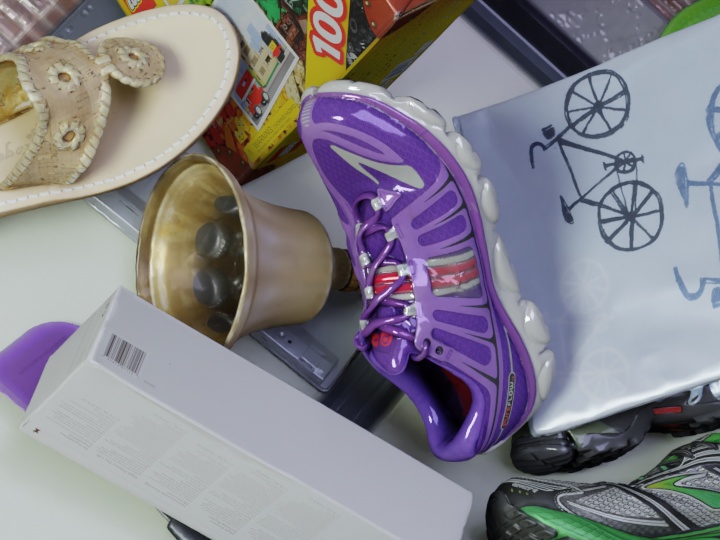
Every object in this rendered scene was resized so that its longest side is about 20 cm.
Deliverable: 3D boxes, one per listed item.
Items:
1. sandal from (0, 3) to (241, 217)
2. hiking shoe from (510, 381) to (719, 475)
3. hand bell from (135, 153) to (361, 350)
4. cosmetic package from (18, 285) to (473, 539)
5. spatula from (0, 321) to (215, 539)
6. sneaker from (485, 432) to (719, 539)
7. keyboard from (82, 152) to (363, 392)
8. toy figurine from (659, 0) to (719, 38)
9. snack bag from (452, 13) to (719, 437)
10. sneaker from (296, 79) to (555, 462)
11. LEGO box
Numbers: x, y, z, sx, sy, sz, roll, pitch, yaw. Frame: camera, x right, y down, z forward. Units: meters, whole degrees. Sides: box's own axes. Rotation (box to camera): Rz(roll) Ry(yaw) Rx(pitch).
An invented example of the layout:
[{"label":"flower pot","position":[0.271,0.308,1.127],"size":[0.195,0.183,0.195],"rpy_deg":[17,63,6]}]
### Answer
[{"label":"sandal","position":[-0.156,-0.069,1.212],"size":[0.211,0.070,0.078],"rpy_deg":[-24,78,2]},{"label":"hiking shoe","position":[0.159,0.035,1.326],"size":[0.199,0.076,0.101],"rpy_deg":[-14,80,-21]},{"label":"hand bell","position":[0.000,0.000,1.283],"size":[0.199,0.104,0.105],"rpy_deg":[2,70,-34]},{"label":"cosmetic package","position":[-0.053,0.089,1.215],"size":[0.200,0.083,0.051],"rpy_deg":[32,49,-15]},{"label":"spatula","position":[-0.097,0.104,1.246],"size":[0.200,0.021,0.056],"rpy_deg":[48,56,0]},{"label":"sneaker","position":[0.151,0.124,1.297],"size":[0.199,0.078,0.086],"rpy_deg":[8,69,-25]},{"label":"keyboard","position":[-0.080,-0.021,1.303],"size":[0.200,0.011,0.056],"rpy_deg":[39,59,-3]},{"label":"toy figurine","position":[0.250,-0.114,1.326],"size":[0.150,0.184,0.201],"rpy_deg":[24,53,-7]},{"label":"snack bag","position":[0.153,-0.023,1.276],"size":[0.199,0.021,0.189],"rpy_deg":[-20,68,17]},{"label":"sneaker","position":[0.026,0.002,1.212],"size":[0.083,0.080,0.201],"rpy_deg":[-43,113,-37]},{"label":"LEGO box","position":[-0.035,-0.153,1.254],"size":[0.077,0.200,0.149],"rpy_deg":[-29,83,-32]}]
